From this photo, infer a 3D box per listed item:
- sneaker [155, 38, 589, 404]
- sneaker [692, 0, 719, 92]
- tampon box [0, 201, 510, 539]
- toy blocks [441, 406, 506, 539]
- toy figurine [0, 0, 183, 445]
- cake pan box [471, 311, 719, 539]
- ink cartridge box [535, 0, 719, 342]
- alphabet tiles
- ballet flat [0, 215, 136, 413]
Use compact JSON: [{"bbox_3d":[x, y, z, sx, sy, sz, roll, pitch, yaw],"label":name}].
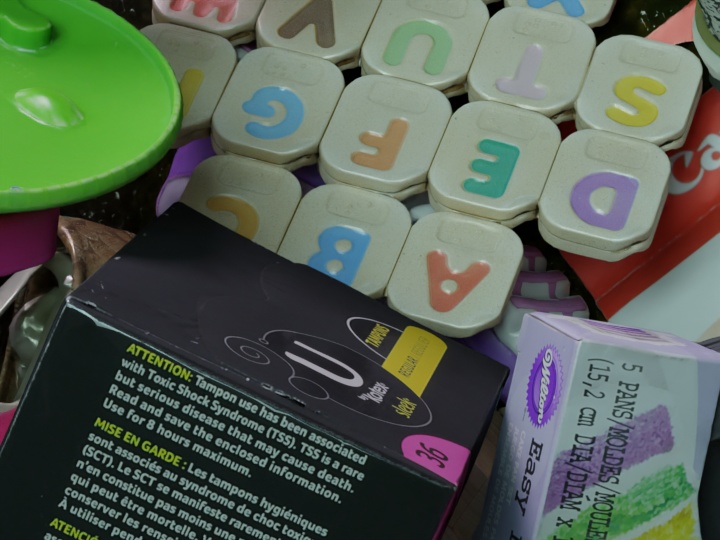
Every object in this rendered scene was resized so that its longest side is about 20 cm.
[{"bbox_3d":[0.000,0.000,1.088,0.200,0.080,0.089,40,101,28],"label":"sneaker"},{"bbox_3d":[0.165,-0.159,1.040,0.077,0.089,0.200,14,75,31],"label":"sneaker"},{"bbox_3d":[-0.056,0.104,0.916,0.126,0.150,0.200,26,105,2],"label":"tampon box"},{"bbox_3d":[0.009,0.106,1.036,0.137,0.100,0.200,48,123,22],"label":"toy blocks"},{"bbox_3d":[-0.161,0.002,0.976,0.200,0.150,0.184,36,129,33],"label":"toy figurine"},{"bbox_3d":[0.123,0.116,0.948,0.184,0.052,0.200,10,97,-21],"label":"cake pan box"},{"bbox_3d":[0.157,-0.017,1.044,0.162,0.050,0.200,-38,71,8],"label":"ink cartridge box"},{"bbox_3d":[0.016,-0.065,1.062,0.200,0.015,0.196,15,52,11],"label":"alphabet tiles"},{"bbox_3d":[-0.130,0.064,1.092,0.070,0.065,0.200,-30,35,50],"label":"ballet flat"}]
